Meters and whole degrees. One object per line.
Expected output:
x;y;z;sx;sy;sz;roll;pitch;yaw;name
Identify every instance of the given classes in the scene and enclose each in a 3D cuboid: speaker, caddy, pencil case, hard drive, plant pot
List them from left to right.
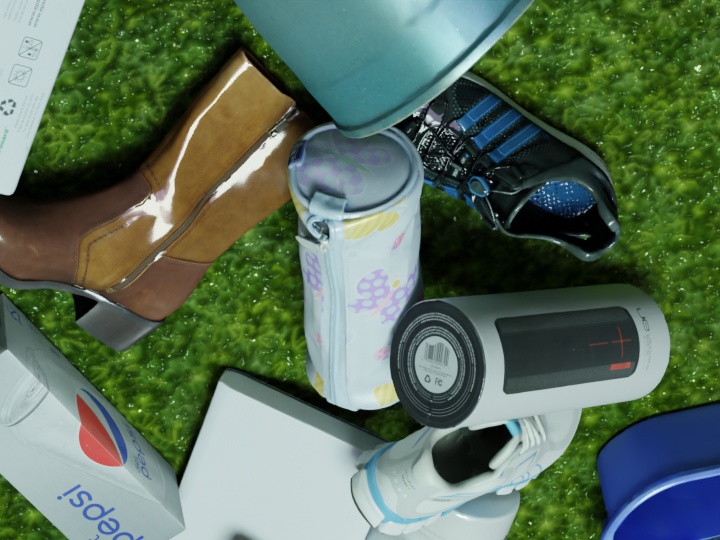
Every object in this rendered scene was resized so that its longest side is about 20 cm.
-0.065;0.177;1.511;0.131;0.025;0.201;24;120;4;hard drive
-0.006;-0.209;1.192;0.200;0.200;0.188;-42;108;17;plant pot
0.000;0.000;1.370;0.082;0.091;0.201;6;141;8;pencil case
0.112;0.053;1.409;0.199;0.081;0.082;-3;132;-47;speaker
0.259;0.178;1.564;0.198;0.105;0.142;-12;126;-4;caddy

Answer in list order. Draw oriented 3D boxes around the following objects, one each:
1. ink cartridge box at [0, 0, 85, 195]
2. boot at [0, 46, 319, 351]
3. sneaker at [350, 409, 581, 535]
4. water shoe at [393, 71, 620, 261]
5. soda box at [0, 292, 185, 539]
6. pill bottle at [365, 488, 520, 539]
-0.247;-0.155;1.202;0.199;0.043;0.198;13;107;-37;ink cartridge box
-0.134;-0.057;1.336;0.200;0.069;0.188;-41;123;16;boot
0.090;0.113;1.445;0.199;0.075;0.086;-27;176;-41;sneaker
0.081;-0.069;1.367;0.199;0.079;0.072;19;119;-24;water shoe
-0.199;0.110;1.442;0.068;0.064;0.200;-32;125;10;soda box
0.041;0.223;1.545;0.110;0.111;0.201;10;122;-19;pill bottle
